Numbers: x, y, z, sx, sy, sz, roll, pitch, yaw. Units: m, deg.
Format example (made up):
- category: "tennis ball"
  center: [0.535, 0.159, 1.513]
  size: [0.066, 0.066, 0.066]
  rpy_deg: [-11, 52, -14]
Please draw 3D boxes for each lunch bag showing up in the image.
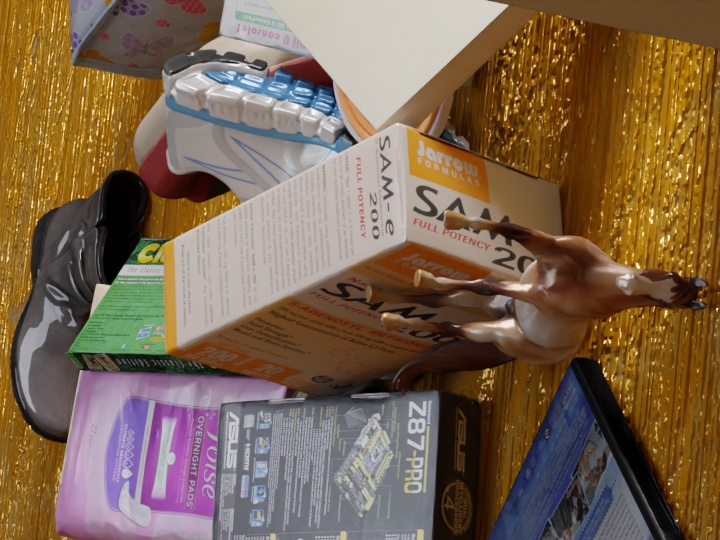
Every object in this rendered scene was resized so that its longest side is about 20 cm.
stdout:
- category: "lunch bag"
  center: [-0.136, -0.259, 2.097]
  size: [0.200, 0.127, 0.170]
  rpy_deg: [-40, 47, 48]

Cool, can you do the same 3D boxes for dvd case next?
- category: "dvd case"
  center: [0.118, 0.158, 1.476]
  size: [0.200, 0.018, 0.143]
  rpy_deg: [-112, 38, -52]

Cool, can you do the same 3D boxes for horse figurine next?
- category: "horse figurine"
  center: [0.081, 0.017, 1.491]
  size: [0.200, 0.132, 0.050]
  rpy_deg: [132, 145, -64]

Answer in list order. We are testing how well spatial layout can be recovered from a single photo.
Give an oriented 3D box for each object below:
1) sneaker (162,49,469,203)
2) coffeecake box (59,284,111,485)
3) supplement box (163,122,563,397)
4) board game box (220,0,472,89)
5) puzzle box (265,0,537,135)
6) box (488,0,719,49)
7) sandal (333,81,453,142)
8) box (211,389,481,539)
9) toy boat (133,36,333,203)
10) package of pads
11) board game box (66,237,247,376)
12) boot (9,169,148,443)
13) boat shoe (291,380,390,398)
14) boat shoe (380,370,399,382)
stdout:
- category: "sneaker"
  center: [-0.025, -0.064, 1.712]
  size: [0.075, 0.200, 0.087]
  rpy_deg: [-50, -25, -56]
- category: "coffeecake box"
  center: [-0.138, 0.100, 2.030]
  size: [0.200, 0.073, 0.154]
  rpy_deg: [-163, 83, -67]
- category: "supplement box"
  center: [0.000, 0.000, 1.605]
  size: [0.200, 0.126, 0.074]
  rpy_deg: [-26, 57, 42]
- category: "board game box"
  center: [0.009, -0.221, 1.709]
  size: [0.147, 0.064, 0.200]
  rpy_deg: [16, 98, 31]
- category: "puzzle box"
  center: [0.052, -0.178, 1.565]
  size: [0.200, 0.025, 0.133]
  rpy_deg: [-43, 55, 6]
- category: "box"
  center: [0.109, -0.176, 1.382]
  size: [0.078, 0.200, 0.095]
  rpy_deg: [124, 146, -46]
- category: "sandal"
  center: [0.012, -0.167, 1.628]
  size: [0.079, 0.059, 0.207]
  rpy_deg: [6, 94, 29]
- category: "box"
  center: [-0.013, 0.171, 1.652]
  size: [0.161, 0.049, 0.200]
  rpy_deg: [-7, 74, 37]
- category: "toy boat"
  center: [-0.054, -0.084, 1.875]
  size: [0.131, 0.130, 0.200]
  rpy_deg: [60, 147, 10]
- category: "package of pads"
  center: [-0.103, 0.123, 1.846]
  size: [0.200, 0.076, 0.121]
  rpy_deg: [4, 84, 41]
- category: "board game box"
  center: [-0.087, 0.022, 1.834]
  size: [0.200, 0.023, 0.105]
  rpy_deg: [1, 49, 40]
- category: "boot"
  center: [-0.216, 0.028, 2.258]
  size: [0.132, 0.070, 0.200]
  rpy_deg: [-23, 65, 58]
- category: "boat shoe"
  center: [-0.017, 0.155, 1.724]
  size: [0.073, 0.074, 0.200]
  rpy_deg: [158, 117, -64]
- category: "boat shoe"
  center: [0.003, -0.031, 1.755]
  size: [0.072, 0.065, 0.200]
  rpy_deg: [142, 132, -59]
